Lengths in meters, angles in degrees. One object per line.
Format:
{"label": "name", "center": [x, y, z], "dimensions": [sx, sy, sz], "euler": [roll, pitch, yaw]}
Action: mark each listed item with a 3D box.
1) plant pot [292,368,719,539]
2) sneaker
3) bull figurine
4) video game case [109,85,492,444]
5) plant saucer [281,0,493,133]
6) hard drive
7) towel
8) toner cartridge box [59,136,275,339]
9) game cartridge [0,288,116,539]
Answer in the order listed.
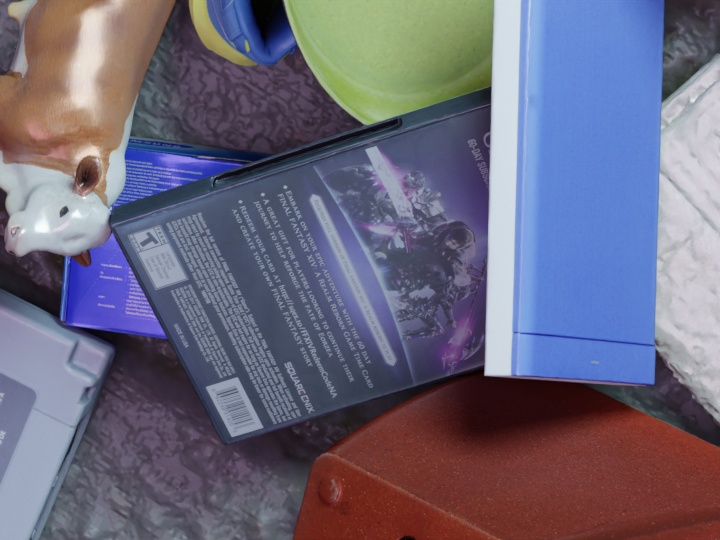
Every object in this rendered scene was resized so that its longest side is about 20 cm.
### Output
{"label": "plant pot", "center": [0.065, 0.165, 1.327], "dimensions": [0.199, 0.176, 0.201], "euler": [24, 104, 40]}
{"label": "sneaker", "center": [-0.026, -0.187, 1.359], "dimensions": [0.075, 0.105, 0.201], "euler": [6, 108, -18]}
{"label": "bull figurine", "center": [-0.151, -0.096, 1.390], "dimensions": [0.121, 0.065, 0.201], "euler": [18, 67, 6]}
{"label": "video game case", "center": [0.000, 0.000, 1.358], "dimensions": [0.199, 0.019, 0.143], "euler": [-18, 124, 11]}
{"label": "plant saucer", "center": [0.033, -0.161, 1.341], "dimensions": [0.031, 0.199, 0.201], "euler": [17, 105, 49]}
{"label": "hard drive", "center": [0.100, -0.050, 1.319], "dimensions": [0.025, 0.132, 0.202], "euler": [0, 86, 33]}
{"label": "towel", "center": [0.196, 0.004, 1.393], "dimensions": [0.132, 0.034, 0.200], "euler": [-39, 90, 15]}
{"label": "toner cartridge box", "center": [-0.046, -0.009, 1.427], "dimensions": [0.199, 0.043, 0.096], "euler": [8, 100, 8]}
{"label": "game cartridge", "center": [-0.220, 0.097, 1.471], "dimensions": [0.133, 0.042, 0.201], "euler": [28, 108, 9]}
